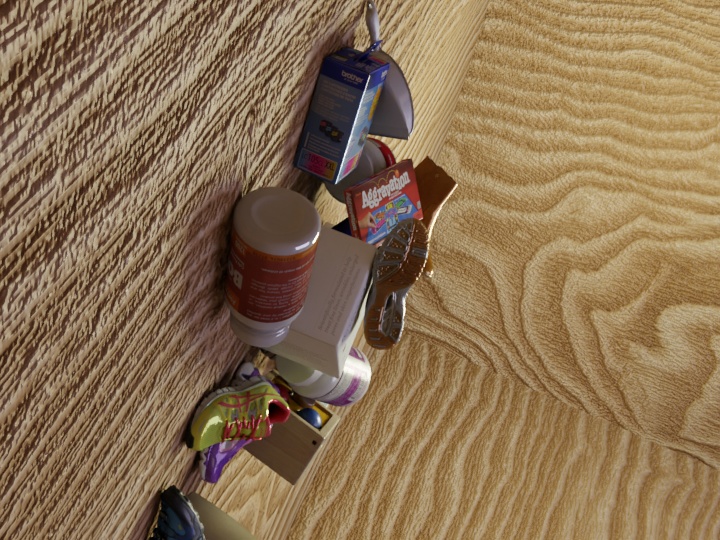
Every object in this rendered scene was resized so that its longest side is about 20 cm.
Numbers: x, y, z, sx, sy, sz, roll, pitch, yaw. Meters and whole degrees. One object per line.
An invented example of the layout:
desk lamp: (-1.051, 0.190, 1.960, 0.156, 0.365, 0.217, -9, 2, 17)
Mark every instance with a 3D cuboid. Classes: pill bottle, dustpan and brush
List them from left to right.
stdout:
pill bottle: (-0.119, 0.002, 1.214, 0.113, 0.110, 0.202, -61, 170, -45)
pill bottle: (-0.066, 0.167, 1.619, 0.114, 0.111, 0.200, -67, 153, -6)
pill bottle: (-0.003, -0.169, 1.594, 0.200, 0.110, 0.114, -37, 149, -77)
dustpan and brush: (0.023, -0.313, 1.460, 0.057, 0.138, 0.203, -39, 129, -33)

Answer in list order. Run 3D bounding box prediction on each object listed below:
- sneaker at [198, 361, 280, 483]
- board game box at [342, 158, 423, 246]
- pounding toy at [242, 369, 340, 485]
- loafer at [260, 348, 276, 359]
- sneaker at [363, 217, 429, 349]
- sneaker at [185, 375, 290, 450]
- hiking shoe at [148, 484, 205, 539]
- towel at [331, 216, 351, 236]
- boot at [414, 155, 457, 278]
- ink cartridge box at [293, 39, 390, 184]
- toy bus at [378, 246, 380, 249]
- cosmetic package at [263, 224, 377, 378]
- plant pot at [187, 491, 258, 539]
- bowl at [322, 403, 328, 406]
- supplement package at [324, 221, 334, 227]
sneaker: (-0.192, 0.254, 1.522, 0.081, 0.087, 0.203, 95, 19, -72)
board game box: (0.040, -0.105, 1.503, 0.199, 0.019, 0.105, -34, 115, -53)
pounding toy: (-0.133, 0.245, 1.675, 0.143, 0.183, 0.200, -56, 175, 9)
loafer: (-0.123, 0.057, 1.608, 0.202, 0.062, 0.072, -56, -156, 13)
sneaker: (0.043, 0.012, 1.399, 0.088, 0.074, 0.204, -108, -144, -73)
sneaker: (-0.178, 0.222, 1.407, 0.199, 0.090, 0.079, -26, 141, -51)
hiking shoe: (-0.278, 0.406, 1.368, 0.086, 0.074, 0.204, -25, 129, -38)
towel: (-0.007, -0.070, 1.615, 0.199, 0.050, 0.147, -31, -177, 40)
boot: (0.116, -0.100, 1.639, 0.144, 0.203, 0.070, -41, 142, 16)
ink cartridge box: (-0.022, -0.244, 1.378, 0.137, 0.075, 0.203, -52, 161, -67)
toy bus: (0.000, 0.000, 1.610, 0.198, 0.065, 0.079, -31, -144, 35)
cosmetic package: (-0.076, 0.041, 1.439, 0.200, 0.162, 0.167, 91, 20, -71)
plant pot: (-0.225, 0.494, 1.536, 0.187, 0.197, 0.190, 23, 90, -84)
bowl: (-0.096, 0.175, 1.917, 0.200, 0.106, 0.204, 18, 90, -80)
supplement package: (-0.058, 0.034, 1.767, 0.118, 0.115, 0.202, 100, 14, -56)
